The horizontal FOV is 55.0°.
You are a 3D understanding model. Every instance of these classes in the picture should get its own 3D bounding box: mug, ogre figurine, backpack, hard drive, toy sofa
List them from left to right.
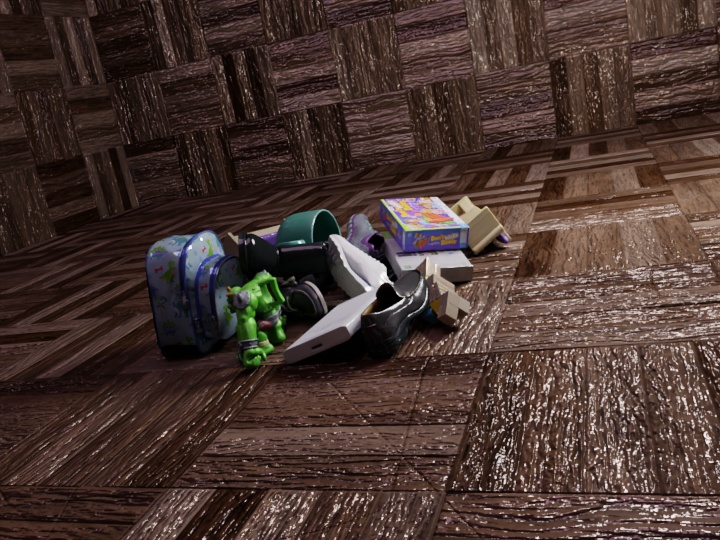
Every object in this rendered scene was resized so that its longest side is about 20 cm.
[{"bbox_3d":[-0.291,0.033,1.259,0.144,0.204,0.183,-7,14,15],"label":"backpack"},{"bbox_3d":[-0.170,0.074,1.170,0.097,0.122,0.199,-3,16,30],"label":"ogre figurine"},{"bbox_3d":[-0.226,-0.046,1.621,0.098,0.083,0.199,45,36,20],"label":"toy sofa"},{"bbox_3d":[-0.127,-0.060,1.526,0.113,0.185,0.154,-7,59,24],"label":"mug"},{"bbox_3d":[-0.029,0.083,1.142,0.131,0.027,0.200,-25,6,29],"label":"hard drive"},{"bbox_3d":[0.257,-0.094,1.562,0.083,0.098,0.200,-39,14,4],"label":"toy sofa"}]

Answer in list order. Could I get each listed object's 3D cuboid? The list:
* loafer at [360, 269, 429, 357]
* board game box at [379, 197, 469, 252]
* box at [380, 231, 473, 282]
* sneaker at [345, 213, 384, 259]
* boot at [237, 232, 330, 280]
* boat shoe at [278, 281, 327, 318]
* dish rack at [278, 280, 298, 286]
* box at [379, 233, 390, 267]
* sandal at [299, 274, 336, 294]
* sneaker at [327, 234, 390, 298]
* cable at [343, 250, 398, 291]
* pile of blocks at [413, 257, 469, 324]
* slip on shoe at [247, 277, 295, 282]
[{"bbox_3d":[0.056,0.049,1.098,0.072,0.073,0.201,-10,27,28],"label":"loafer"},{"bbox_3d":[0.128,-0.099,1.438,0.132,0.046,0.200,-4,24,-13],"label":"board game box"},{"bbox_3d":[0.127,-0.031,1.386,0.142,0.037,0.201,-3,26,-10],"label":"box"},{"bbox_3d":[0.016,-0.064,1.452,0.086,0.075,0.201,-14,29,17],"label":"sneaker"},{"bbox_3d":[-0.137,-0.026,1.272,0.159,0.075,0.198,-4,-13,-2],"label":"boot"},{"bbox_3d":[-0.124,0.063,1.290,0.062,0.074,0.199,-27,15,-25],"label":"boat shoe"},{"bbox_3d":[-0.217,0.041,1.468,0.151,0.055,0.200,-18,18,-19],"label":"dish rack"},{"bbox_3d":[0.049,-0.046,1.593,0.158,0.050,0.200,-11,15,-3],"label":"box"},{"bbox_3d":[-0.065,0.006,1.454,0.042,0.077,0.201,-6,26,25],"label":"sandal"},{"bbox_3d":[0.000,0.000,1.317,0.079,0.077,0.201,-18,50,-23],"label":"sneaker"},{"bbox_3d":[0.056,-0.002,1.418,0.196,0.052,0.163,-11,14,0],"label":"cable"},{"bbox_3d":[0.132,0.053,1.168,0.062,0.083,0.200,29,15,-19],"label":"pile of blocks"},{"bbox_3d":[-0.220,-0.009,1.433,0.197,0.062,0.076,-1,20,30],"label":"slip on shoe"}]
